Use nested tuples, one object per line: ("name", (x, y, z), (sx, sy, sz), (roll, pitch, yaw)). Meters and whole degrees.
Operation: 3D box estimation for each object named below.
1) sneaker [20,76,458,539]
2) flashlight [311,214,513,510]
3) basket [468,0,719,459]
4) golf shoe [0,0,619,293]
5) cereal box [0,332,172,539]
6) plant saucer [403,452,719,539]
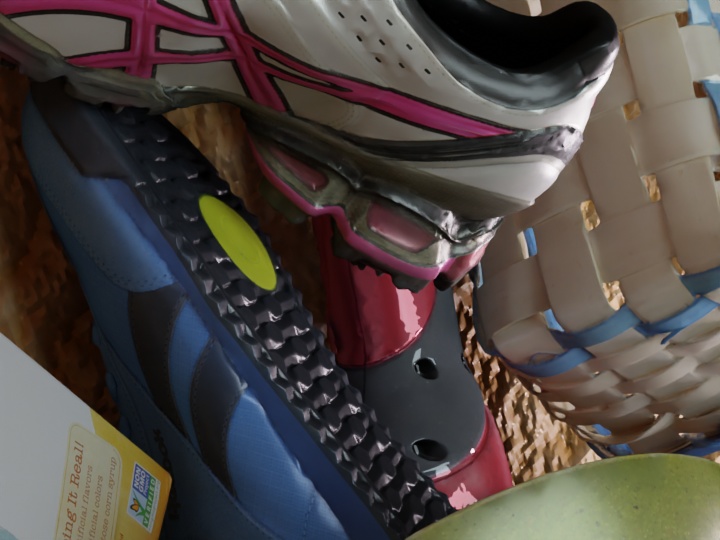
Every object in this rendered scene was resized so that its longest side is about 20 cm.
("sneaker", (-0.039, 0.043, 0.725), (0.201, 0.078, 0.066), (56, 18, -1))
("flashlight", (0.000, 0.000, 0.794), (0.068, 0.068, 0.201), (-10, 86, -22))
("basket", (0.109, -0.028, 0.889), (0.200, 0.139, 0.177), (18, 54, -48))
("golf shoe", (-0.030, -0.077, 0.704), (0.199, 0.092, 0.073), (28, 32, -24))
("cereal box", (-0.125, 0.059, 0.608), (0.200, 0.039, 0.145), (44, 47, -42))
("plant saucer", (0.026, 0.125, 0.692), (0.200, 0.200, 0.031), (21, 26, -52))
